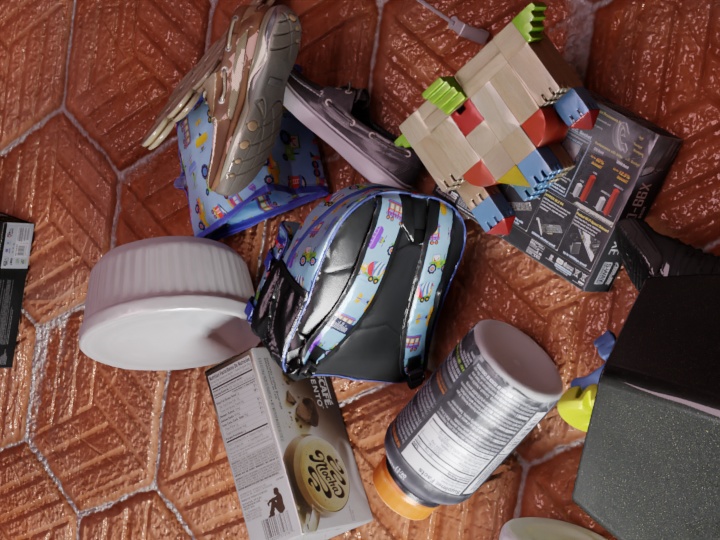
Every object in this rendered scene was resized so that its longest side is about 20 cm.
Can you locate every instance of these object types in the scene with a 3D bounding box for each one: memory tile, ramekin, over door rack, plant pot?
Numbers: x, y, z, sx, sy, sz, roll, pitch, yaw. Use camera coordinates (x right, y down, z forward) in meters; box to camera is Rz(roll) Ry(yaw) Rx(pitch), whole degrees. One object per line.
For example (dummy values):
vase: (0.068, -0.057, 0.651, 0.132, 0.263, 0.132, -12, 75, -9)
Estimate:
memory tile: (-0.165, -0.225, 1.542, 0.017, 0.153, 0.200, 38, 124, -15)
ramekin: (-0.207, 0.035, 1.529, 0.202, 0.202, 0.094, -23, 63, 37)
over door rack: (0.068, -0.336, 1.380, 0.200, 0.067, 0.148, 38, 113, 34)
plant pot: (0.269, 0.114, 1.042, 0.177, 0.200, 0.200, 19, 129, 17)

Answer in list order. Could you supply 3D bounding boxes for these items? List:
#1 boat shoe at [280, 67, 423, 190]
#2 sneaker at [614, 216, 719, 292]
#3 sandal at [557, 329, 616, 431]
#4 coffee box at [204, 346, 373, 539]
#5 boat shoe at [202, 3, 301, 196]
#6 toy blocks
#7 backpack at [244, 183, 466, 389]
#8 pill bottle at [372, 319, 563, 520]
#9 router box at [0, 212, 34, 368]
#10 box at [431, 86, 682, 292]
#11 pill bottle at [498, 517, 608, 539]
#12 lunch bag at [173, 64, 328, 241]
boat shoe: (-0.011, -0.158, 1.438, 0.200, 0.070, 0.066, 44, 105, 23)
sneaker: (0.304, 0.015, 1.174, 0.104, 0.060, 0.200, -23, 51, -8)
sandal: (0.267, 0.090, 1.206, 0.200, 0.079, 0.087, -2, 59, 31)
coffee box: (-0.076, 0.183, 1.464, 0.080, 0.113, 0.200, -28, 71, 36)
boat shoe: (-0.121, -0.175, 1.417, 0.072, 0.076, 0.200, 18, 90, 23)
toy blocks: (0.133, -0.123, 1.254, 0.200, 0.100, 0.137, -41, 76, 31)
backpack: (0.000, 0.000, 1.358, 0.135, 0.182, 0.200, 43, 119, 49)
pill bottle: (0.093, 0.149, 1.327, 0.200, 0.106, 0.106, -52, 59, 27)
router box: (-0.518, 0.016, 1.872, 0.157, 0.052, 0.200, 17, 100, 39)
box: (0.177, -0.096, 1.297, 0.200, 0.050, 0.158, 35, 111, 34)
pill bottle: (0.162, 0.336, 1.264, 0.111, 0.111, 0.200, 18, 101, 38)
lunch bag: (-0.145, -0.124, 1.545, 0.200, 0.094, 0.151, -24, 73, 43)
